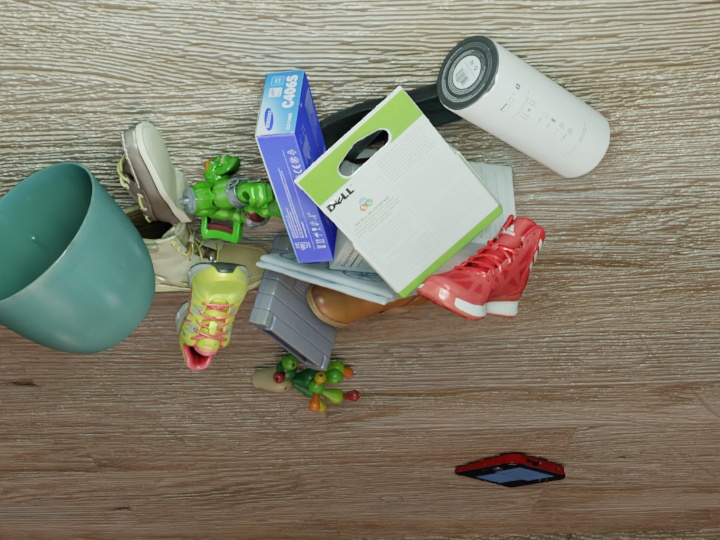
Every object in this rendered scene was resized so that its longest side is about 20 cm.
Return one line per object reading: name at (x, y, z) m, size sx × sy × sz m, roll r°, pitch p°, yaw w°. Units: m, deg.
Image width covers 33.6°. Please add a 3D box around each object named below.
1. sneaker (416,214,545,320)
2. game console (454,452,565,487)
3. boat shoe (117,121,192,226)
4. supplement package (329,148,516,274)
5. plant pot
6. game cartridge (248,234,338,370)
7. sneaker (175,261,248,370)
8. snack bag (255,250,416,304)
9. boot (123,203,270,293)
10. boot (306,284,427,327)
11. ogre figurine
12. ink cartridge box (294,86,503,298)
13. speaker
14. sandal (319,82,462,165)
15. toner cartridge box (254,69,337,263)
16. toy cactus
sneaker at (0.133, -0.012, 1.291) m, size 0.078 × 0.116 × 0.200 m, roll 26°, pitch -170°, yaw 23°
game console at (0.334, 0.447, 2.632) m, size 0.200 × 0.031 × 0.177 m, roll 21°, pitch 146°, yaw -39°
boat shoe at (-0.240, -0.105, 1.350) m, size 0.059 × 0.072 × 0.200 m, roll -7°, pitch 161°, yaw 4°
supplement package at (0.070, -0.063, 1.409) m, size 0.200 × 0.110 × 0.114 m, roll 6°, pitch 154°, yaw -16°
plant pot at (-0.335, 0.002, 1.377) m, size 0.200 × 0.201 × 0.161 m, roll -15°, pitch 137°, yaw 27°
game cartridge at (-0.081, 0.045, 1.616) m, size 0.038 × 0.130 × 0.200 m, roll 3°, pitch 159°, yaw 25°
sneaker at (-0.187, 0.061, 1.518) m, size 0.078 × 0.090 × 0.200 m, roll 5°, pitch 146°, yaw -16°
snack bag at (0.000, 0.000, 1.474) m, size 0.188 × 0.021 × 0.200 m, roll 15°, pitch -166°, yaw 26°
boot at (-0.213, -0.030, 1.516) m, size 0.200 × 0.072 × 0.155 m, roll -1°, pitch 153°, yaw -2°
boot at (0.038, 0.011, 1.603) m, size 0.200 × 0.074 × 0.155 m, roll -5°, pitch 158°, yaw -46°
ogre figurine at (-0.128, -0.082, 1.362) m, size 0.120 × 0.098 × 0.200 m, roll -3°, pitch -160°, yaw 15°
ink cartridge box at (0.033, -0.091, 1.245) m, size 0.148 × 0.076 × 0.200 m, roll -41°, pitch 125°, yaw 3°
speaker at (0.172, -0.165, 1.229) m, size 0.081 × 0.081 × 0.200 m, roll -23°, pitch 148°, yaw 38°
sandal at (0.026, -0.151, 1.288) m, size 0.200 × 0.048 × 0.075 m, roll -16°, pitch 152°, yaw 27°
toner cartridge box at (-0.063, -0.106, 1.268) m, size 0.043 × 0.095 × 0.200 m, roll -4°, pitch 140°, yaw 10°
toy cactus at (-0.102, 0.190, 1.992) m, size 0.165 × 0.102 × 0.200 m, roll -3°, pitch 166°, yaw 27°
